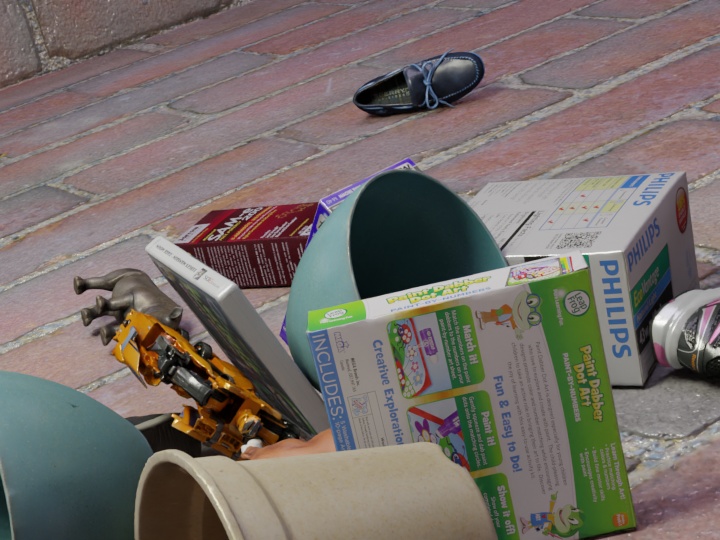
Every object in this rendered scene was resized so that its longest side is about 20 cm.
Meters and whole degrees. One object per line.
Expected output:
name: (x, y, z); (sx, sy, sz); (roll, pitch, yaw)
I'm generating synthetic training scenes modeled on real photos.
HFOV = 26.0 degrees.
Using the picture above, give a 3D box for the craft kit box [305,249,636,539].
craft kit box: (0.079, 0.104, 1.084); (0.196, 0.202, 0.049); (-11, 19, 5)

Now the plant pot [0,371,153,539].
plant pot: (-0.214, 0.161, 1.064); (0.134, 0.202, 0.199); (-5, 12, -36)

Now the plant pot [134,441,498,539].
plant pot: (-0.020, 0.190, 0.970); (0.182, 0.203, 0.200); (-12, 17, -28)

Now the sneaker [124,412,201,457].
sneaker: (-0.229, 0.164, 1.290); (0.105, 0.076, 0.199); (-9, -2, 30)

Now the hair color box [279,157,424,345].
hair color box: (0.000, 0.000, 1.424); (0.109, 0.201, 0.065); (-27, 65, -33)

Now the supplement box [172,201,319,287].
supplement box: (-0.103, -0.029, 1.758); (0.198, 0.061, 0.109); (-4, 23, 28)

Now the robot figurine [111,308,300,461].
robot figurine: (-0.131, 0.101, 1.296); (0.058, 0.145, 0.200); (-56, 32, 1)

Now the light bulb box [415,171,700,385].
light bulb box: (0.178, 0.005, 1.390); (0.198, 0.126, 0.198); (-1, 23, 29)

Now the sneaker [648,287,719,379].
sneaker: (0.339, 0.039, 1.296); (0.199, 0.081, 0.086); (-32, 38, -23)

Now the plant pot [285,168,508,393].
plant pot: (0.017, 0.037, 1.258); (0.134, 0.201, 0.200); (-28, 8, 39)

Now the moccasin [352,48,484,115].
moccasin: (0.082, -0.258, 2.235); (0.199, 0.081, 0.068); (-19, 2, 25)

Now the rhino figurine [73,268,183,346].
rhino figurine: (-0.235, 0.045, 1.648); (0.087, 0.060, 0.200); (-11, 21, -24)

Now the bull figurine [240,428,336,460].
bull figurine: (0.003, 0.149, 1.177); (0.198, 0.066, 0.121); (0, -2, -16)

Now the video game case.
video game case: (-0.090, 0.068, 1.300); (0.023, 0.201, 0.182); (-40, 27, -12)
